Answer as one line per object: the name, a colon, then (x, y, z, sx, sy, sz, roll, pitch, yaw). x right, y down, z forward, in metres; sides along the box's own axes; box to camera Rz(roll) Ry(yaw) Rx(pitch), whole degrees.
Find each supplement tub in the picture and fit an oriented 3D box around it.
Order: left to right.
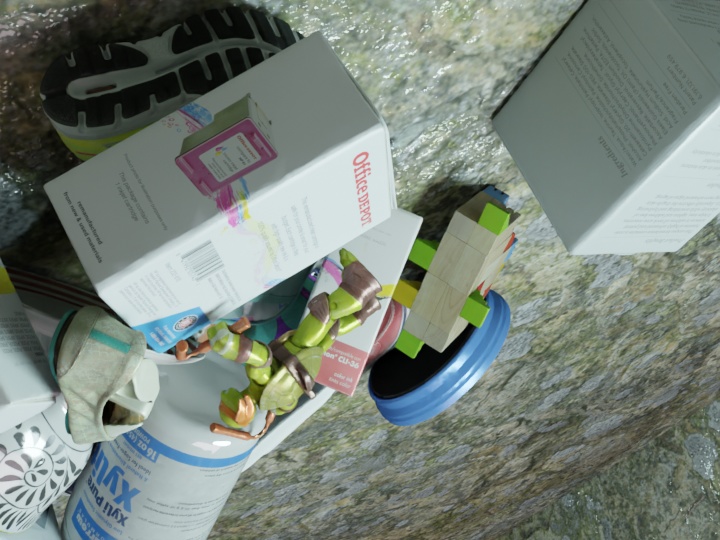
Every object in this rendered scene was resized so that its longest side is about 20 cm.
supplement tub: (-0.175, 0.173, 0.850, 0.131, 0.132, 0.201, 2, 125, -44)

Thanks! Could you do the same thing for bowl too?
bowl: (-0.267, 0.100, 0.786, 0.093, 0.202, 0.201, -21, 154, 2)
bowl: (0.088, 0.092, 1.143, 0.200, 0.201, 0.039, -37, 109, 21)

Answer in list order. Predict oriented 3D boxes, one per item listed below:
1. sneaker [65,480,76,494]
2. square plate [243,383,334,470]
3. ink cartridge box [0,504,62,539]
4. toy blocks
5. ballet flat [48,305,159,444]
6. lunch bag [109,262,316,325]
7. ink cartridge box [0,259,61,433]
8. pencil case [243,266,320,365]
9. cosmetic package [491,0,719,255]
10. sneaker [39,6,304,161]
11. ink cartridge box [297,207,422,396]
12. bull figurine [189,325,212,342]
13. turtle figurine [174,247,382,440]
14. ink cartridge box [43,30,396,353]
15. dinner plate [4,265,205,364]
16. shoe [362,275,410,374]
sneaker: (-0.286, 0.150, 1.015, 0.081, 0.146, 0.200, -52, -171, 26)
square plate: (-0.064, 0.110, 1.032, 0.028, 0.201, 0.198, 37, 123, -16)
ink cartridge box: (-0.334, 0.165, 0.812, 0.040, 0.200, 0.200, -37, 137, -3)
toy blocks: (0.120, -0.009, 1.040, 0.137, 0.099, 0.201, -36, 153, -55)
ballet flat: (-0.167, 0.083, 0.650, 0.062, 0.068, 0.200, 18, 158, -3)
lunch bag: (-0.115, -0.026, 0.795, 0.199, 0.077, 0.161, 4, 121, -46)
ink cartridge box: (-0.304, 0.027, 0.613, 0.144, 0.201, 0.083, -28, 176, 3)
pencil case: (-0.105, 0.085, 0.971, 0.200, 0.092, 0.085, -48, 175, 17)
cosmetic package: (0.263, -0.138, 0.876, 0.166, 0.167, 0.200, -2, 144, -39)
sneaker: (-0.121, -0.123, 0.679, 0.198, 0.079, 0.090, -12, 161, -18)
ink cartridge box: (0.000, 0.000, 0.848, 0.116, 0.067, 0.202, 171, -59, -88)
bull figurine: (-0.186, 0.063, 0.934, 0.200, 0.065, 0.121, -44, 180, 15)
turtle figurine: (-0.052, 0.059, 0.706, 0.161, 0.064, 0.200, -45, 152, -12)
ink cartridge box: (-0.081, -0.046, 0.638, 0.199, 0.085, 0.145, -30, 161, -7)
dinner plate: (-0.218, 0.038, 0.758, 0.200, 0.199, 0.024, 26, 88, -58)
shoe: (-0.012, 0.080, 1.124, 0.090, 0.072, 0.200, -19, 159, -35)
